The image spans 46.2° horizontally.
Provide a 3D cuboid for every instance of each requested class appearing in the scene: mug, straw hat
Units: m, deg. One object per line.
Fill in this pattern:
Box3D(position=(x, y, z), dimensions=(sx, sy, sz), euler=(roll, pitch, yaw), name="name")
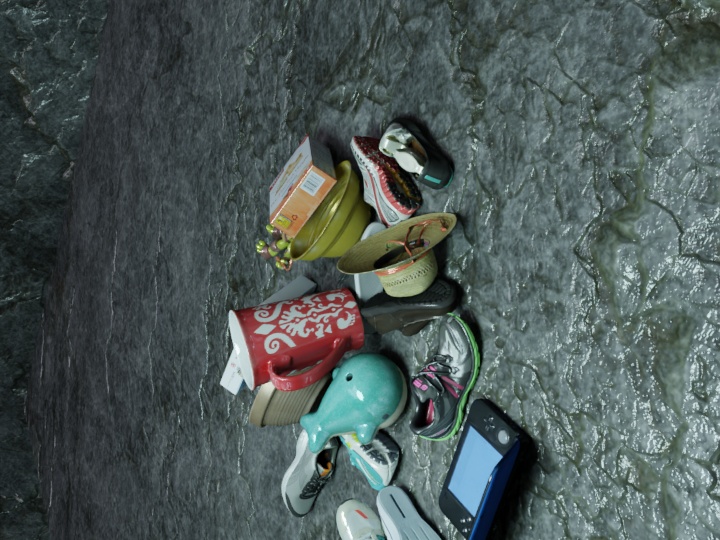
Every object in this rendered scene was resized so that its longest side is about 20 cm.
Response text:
Box3D(position=(-0.096, 0.123, 1.394), dimensions=(0.134, 0.199, 0.178), euler=(106, 144, -58), name="mug")
Box3D(position=(0.071, -0.008, 1.303), dimensions=(0.201, 0.201, 0.085), euler=(9, 126, 57), name="straw hat")

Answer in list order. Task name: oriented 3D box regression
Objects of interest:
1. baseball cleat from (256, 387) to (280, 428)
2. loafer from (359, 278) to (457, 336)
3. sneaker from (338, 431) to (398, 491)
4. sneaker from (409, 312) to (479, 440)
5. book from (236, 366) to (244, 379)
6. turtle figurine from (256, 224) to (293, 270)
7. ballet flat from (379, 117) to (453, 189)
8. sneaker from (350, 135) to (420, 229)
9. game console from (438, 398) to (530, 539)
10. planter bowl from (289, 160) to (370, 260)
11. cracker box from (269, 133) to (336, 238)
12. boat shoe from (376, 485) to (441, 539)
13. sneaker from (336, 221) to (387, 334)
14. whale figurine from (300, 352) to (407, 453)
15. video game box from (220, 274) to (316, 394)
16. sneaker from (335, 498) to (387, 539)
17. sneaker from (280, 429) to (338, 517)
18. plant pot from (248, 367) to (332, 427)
Box3D(position=(-0.205, 0.237, 1.765), dimensions=(0.107, 0.070, 0.200), euler=(-60, 41, 35), name="baseball cleat")
Box3D(position=(0.086, 0.064, 1.347), dimensions=(0.200, 0.073, 0.071), euler=(-10, 118, 52), name="loafer")
Box3D(position=(-0.007, 0.300, 1.459), dimensions=(0.200, 0.077, 0.080), euler=(46, 136, 49), name="sneaker")
Box3D(position=(0.120, 0.163, 1.259), dimensions=(0.077, 0.084, 0.201), euler=(23, 107, 54), name="sneaker")
Box3D(position=(-0.143, 0.128, 1.565), dimensions=(0.048, 0.200, 0.134), euler=(31, 103, 11), name="book")
Box3D(position=(-0.134, -0.080, 1.685), dimensions=(0.161, 0.064, 0.201), euler=(-12, 59, 53), name="turtle figurine")
Box3D(position=(0.076, -0.198, 1.366), dimensions=(0.200, 0.068, 0.068), euler=(49, 126, 47), name="ballet flat")
Box3D(position=(0.026, -0.153, 1.431), dimensions=(0.082, 0.078, 0.200), euler=(-57, 43, 39), name="sneaker")
Box3D(position=(0.148, 0.305, 1.177), dimensions=(0.171, 0.118, 0.201), euler=(40, 120, 50), name="game console")
Box3D(position=(-0.039, -0.087, 1.492), dimensions=(0.201, 0.083, 0.201), euler=(-52, 19, 27), name="planter bowl")
Box3D(position=(-0.110, -0.160, 1.560), dimensions=(0.134, 0.058, 0.200), euler=(-52, 19, 16), name="cracker box")
Box3D(position=(0.085, 0.430, 1.325), dimensions=(0.200, 0.073, 0.067), euler=(-118, 20, -49), name="boat shoe")
Box3D(position=(0.000, 0.000, 1.446), dimensions=(0.099, 0.070, 0.201), euler=(40, 132, 51), name="sneaker")
Box3D(position=(-0.022, 0.216, 1.395), dimensions=(0.200, 0.104, 0.159), euler=(-34, 48, 11), name="whale figurine")
Box3D(position=(-0.175, 0.120, 1.625), dimensions=(0.047, 0.200, 0.183), euler=(30, 120, 13), name="video game box")
Box3D(position=(0.029, 0.456, 1.341), dimensions=(0.200, 0.070, 0.093), euler=(67, 159, 0), name="sneaker")
Box3D(position=(-0.093, 0.382, 1.583), dimensions=(0.079, 0.074, 0.201), euler=(37, 118, 46), name="sneaker")
Box3D(position=(-0.117, 0.217, 1.573), dimensions=(0.092, 0.201, 0.201), euler=(30, 121, 7), name="plant pot")
